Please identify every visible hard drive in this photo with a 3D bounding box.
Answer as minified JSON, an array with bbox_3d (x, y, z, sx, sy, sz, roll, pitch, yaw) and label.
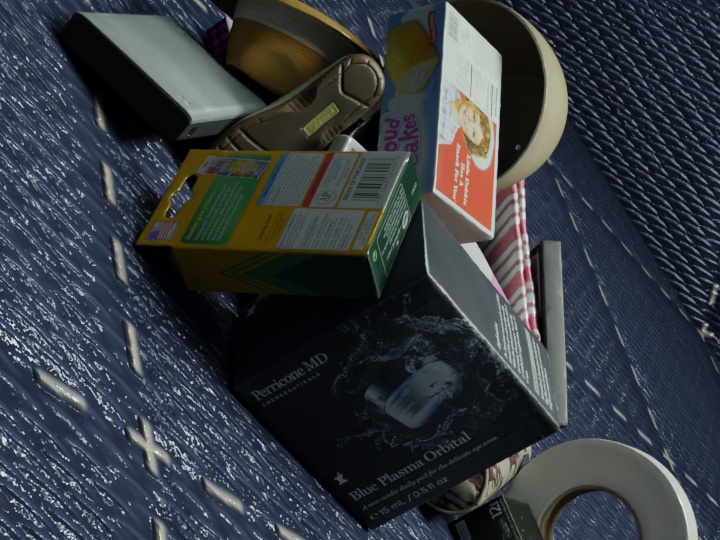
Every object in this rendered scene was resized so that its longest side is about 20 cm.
[{"bbox_3d":[-0.172,-0.176,1.425,0.140,0.033,0.200,43,16,6],"label":"hard drive"}]

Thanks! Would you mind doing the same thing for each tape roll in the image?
[{"bbox_3d":[0.229,0.267,1.553,0.037,0.203,0.203,21,40,-61],"label":"tape roll"}]

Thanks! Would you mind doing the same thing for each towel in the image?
[{"bbox_3d":[0.163,0.010,1.743,0.146,0.030,0.200,123,-35,-68],"label":"towel"}]

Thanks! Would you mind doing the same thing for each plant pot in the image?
[{"bbox_3d":[0.136,-0.168,1.632,0.134,0.200,0.200,10,50,-54],"label":"plant pot"}]

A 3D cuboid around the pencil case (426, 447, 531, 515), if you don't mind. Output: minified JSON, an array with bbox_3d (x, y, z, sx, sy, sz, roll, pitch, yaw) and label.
[{"bbox_3d":[0.110,0.183,1.567,0.089,0.078,0.200,45,15,12],"label":"pencil case"}]

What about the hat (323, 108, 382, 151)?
[{"bbox_3d":[-0.032,-0.096,1.536,0.081,0.201,0.201,37,12,18],"label":"hat"}]

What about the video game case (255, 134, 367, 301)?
[{"bbox_3d":[0.000,0.000,1.473,0.200,0.024,0.182,39,71,-46],"label":"video game case"}]

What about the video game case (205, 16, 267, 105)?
[{"bbox_3d":[-0.084,-0.147,1.661,0.181,0.036,0.200,39,26,-44],"label":"video game case"}]

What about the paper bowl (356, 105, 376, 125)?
[{"bbox_3d":[0.061,-0.171,1.792,0.201,0.200,0.104,-52,146,-71],"label":"paper bowl"}]

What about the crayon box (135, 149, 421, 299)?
[{"bbox_3d":[-0.064,-0.040,1.276,0.126,0.200,0.052,-66,151,-42],"label":"crayon box"}]

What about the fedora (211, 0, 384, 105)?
[{"bbox_3d":[-0.073,-0.204,1.546,0.200,0.082,0.201,25,-8,4],"label":"fedora"}]

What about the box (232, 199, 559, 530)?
[{"bbox_3d":[0.029,0.083,1.325,0.200,0.197,0.117,49,21,-27],"label":"box"}]

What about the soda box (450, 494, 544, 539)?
[{"bbox_3d":[0.160,0.318,1.503,0.071,0.063,0.200,30,34,-57],"label":"soda box"}]

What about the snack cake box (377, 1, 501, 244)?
[{"bbox_3d":[0.076,-0.136,1.489,0.115,0.067,0.200,35,53,-51],"label":"snack cake box"}]

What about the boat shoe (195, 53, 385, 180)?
[{"bbox_3d":[-0.068,-0.129,1.462,0.072,0.200,0.076,60,-11,-16],"label":"boat shoe"}]

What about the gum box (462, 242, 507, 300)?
[{"bbox_3d":[0.080,0.035,1.618,0.200,0.113,0.066,59,-19,-22],"label":"gum box"}]

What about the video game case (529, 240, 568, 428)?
[{"bbox_3d":[0.186,0.085,1.739,0.181,0.025,0.200,132,-41,-72],"label":"video game case"}]
